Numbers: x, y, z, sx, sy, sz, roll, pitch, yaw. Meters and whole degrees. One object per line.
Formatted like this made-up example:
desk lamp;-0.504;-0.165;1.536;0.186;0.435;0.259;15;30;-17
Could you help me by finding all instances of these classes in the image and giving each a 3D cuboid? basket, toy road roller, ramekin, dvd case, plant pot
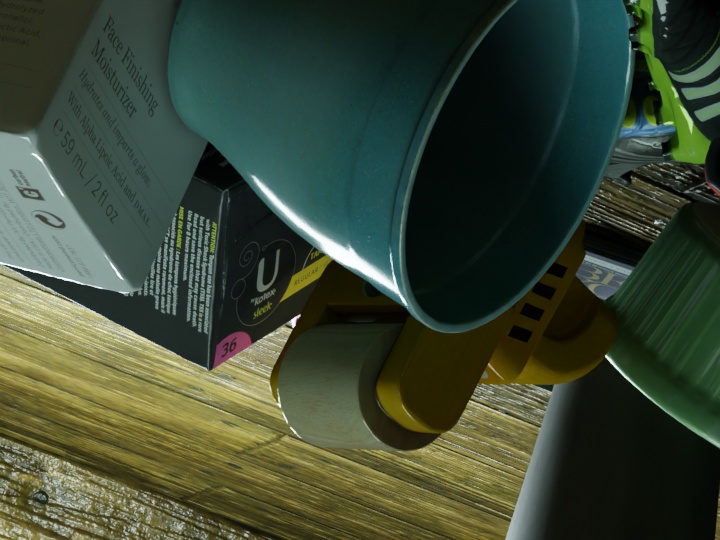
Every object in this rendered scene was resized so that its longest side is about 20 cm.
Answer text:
basket;0.167;0.158;1.613;0.136;0.200;0.180;22;160;-23
toy road roller;0.059;0.035;1.416;0.146;0.200;0.123;42;156;-28
ramekin;0.249;0.043;1.516;0.200;0.098;0.200;28;-164;-8
dvd case;0.201;0.024;1.807;0.148;0.016;0.200;19;165;-2
plant pot;0.010;-0.096;1.290;0.188;0.200;0.200;27;171;29

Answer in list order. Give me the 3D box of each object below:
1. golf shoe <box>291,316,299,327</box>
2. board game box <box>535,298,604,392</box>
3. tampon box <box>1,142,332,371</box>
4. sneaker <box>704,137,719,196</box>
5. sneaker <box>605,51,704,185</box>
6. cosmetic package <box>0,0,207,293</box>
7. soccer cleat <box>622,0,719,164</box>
golf shoe;0.047;0.015;1.872;0.200;0.092;0.075;-2;129;23
board game box;0.172;0.063;1.693;0.200;0.028;0.135;23;158;-25
tampon box;-0.115;-0.056;1.480;0.200;0.150;0.127;26;127;28
sneaker;0.251;-0.070;1.215;0.084;0.075;0.200;27;141;-29
sneaker;0.118;-0.080;1.416;0.199;0.071;0.083;2;148;39
cosmetic package;-0.176;-0.124;1.331;0.165;0.200;0.165;13;156;23
soccer cleat;0.176;-0.120;1.244;0.081;0.068;0.200;-13;151;10
